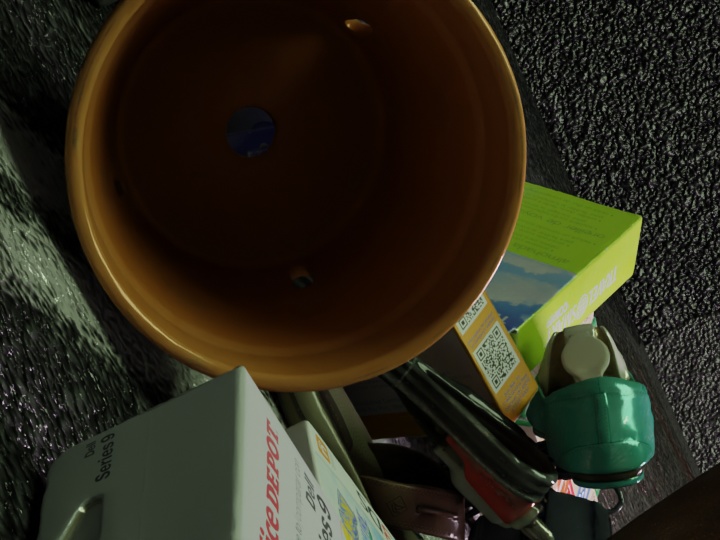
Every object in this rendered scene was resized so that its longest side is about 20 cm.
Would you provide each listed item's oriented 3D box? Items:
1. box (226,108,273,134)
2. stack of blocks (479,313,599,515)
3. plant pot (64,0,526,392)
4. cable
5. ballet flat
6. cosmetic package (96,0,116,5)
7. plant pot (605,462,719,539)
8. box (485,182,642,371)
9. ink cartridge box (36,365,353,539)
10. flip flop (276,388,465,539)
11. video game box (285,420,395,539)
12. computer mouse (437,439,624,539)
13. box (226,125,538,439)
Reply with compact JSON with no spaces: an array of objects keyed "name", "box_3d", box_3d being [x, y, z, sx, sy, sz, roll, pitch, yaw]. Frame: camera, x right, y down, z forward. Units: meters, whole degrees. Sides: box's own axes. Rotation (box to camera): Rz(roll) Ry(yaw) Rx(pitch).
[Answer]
[{"name":"box","box_3d":[-0.036,-0.088,1.416,0.117,0.048,0.200,0,-49,50]},{"name":"stack of blocks","box_3d":[0.111,0.094,1.659,0.200,0.058,0.116,70,34,-55]},{"name":"plant pot","box_3d":[-0.039,-0.057,1.172,0.201,0.199,0.140,61,-6,-14]},{"name":"cable","box_3d":[0.028,0.072,1.345,0.200,0.050,0.097,36,4,-13]},{"name":"ballet flat","box_3d":[0.126,0.065,1.417,0.200,0.067,0.071,-100,-174,-84]},{"name":"cosmetic package","box_3d":[-0.153,-0.246,1.328,0.201,0.081,0.113,64,9,8]},{"name":"plant pot","box_3d":[0.138,0.219,1.310,0.187,0.199,0.187,60,11,-20]},{"name":"box","box_3d":[0.069,0.005,1.520,0.200,0.121,0.048,-37,138,-53]},{"name":"ink cartridge box","box_3d":[-0.030,0.157,0.915,0.200,0.087,0.146,58,12,-23]},{"name":"flip flop","box_3d":[0.020,0.114,1.377,0.201,0.057,0.081,62,10,-12]},{"name":"video game box","box_3d":[0.013,0.194,1.176,0.182,0.047,0.200,53,14,-38]},{"name":"computer mouse","box_3d":[0.092,0.176,1.451,0.053,0.138,0.201,63,17,-55]},{"name":"box","box_3d":[0.000,0.000,1.397,0.041,0.119,0.201,-47,118,-40]}]
